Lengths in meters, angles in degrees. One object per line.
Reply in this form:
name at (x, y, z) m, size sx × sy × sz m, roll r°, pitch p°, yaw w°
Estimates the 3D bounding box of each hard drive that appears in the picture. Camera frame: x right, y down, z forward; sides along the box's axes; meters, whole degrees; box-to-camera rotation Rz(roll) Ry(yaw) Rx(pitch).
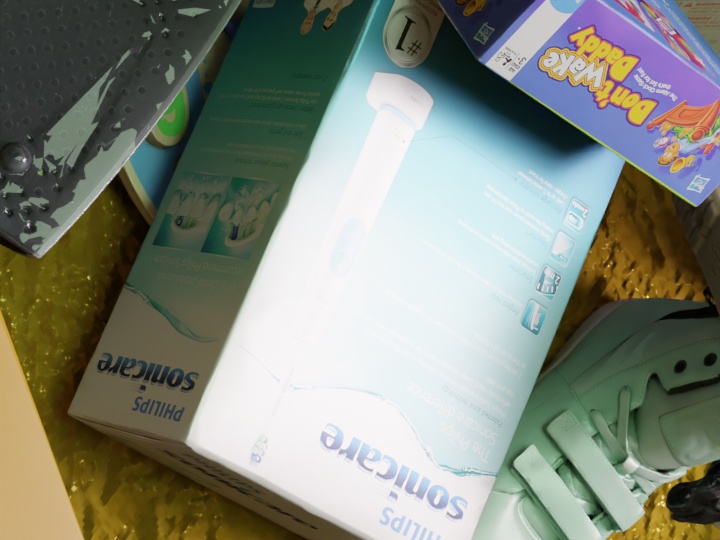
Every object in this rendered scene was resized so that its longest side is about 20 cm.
hard drive at (-0.118, -0.112, 0.957) m, size 0.135 × 0.042 × 0.200 m, roll 35°, pitch 67°, yaw -7°

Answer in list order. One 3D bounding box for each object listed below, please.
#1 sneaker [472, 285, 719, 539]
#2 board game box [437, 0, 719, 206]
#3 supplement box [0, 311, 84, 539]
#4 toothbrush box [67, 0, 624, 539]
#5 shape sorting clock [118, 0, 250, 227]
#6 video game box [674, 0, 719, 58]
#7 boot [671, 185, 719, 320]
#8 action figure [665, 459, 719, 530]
sneaker at (0.105, 0.077, 1.066) m, size 0.074 × 0.118 × 0.200 m, roll 52°, pitch 58°, yaw -19°
board game box at (0.066, -0.125, 1.006) m, size 0.134 × 0.045 × 0.200 m, roll 30°, pitch 21°, yaw -40°
supplement box at (-0.206, 0.056, 0.791) m, size 0.133 × 0.200 × 0.198 m, roll -24°, pitch 97°, yaw -36°
toothbrush box at (0.000, 0.000, 0.994) m, size 0.146 × 0.085 × 0.200 m, roll 30°, pitch 76°, yaw -36°
shape sorting clock at (-0.022, -0.084, 1.048) m, size 0.200 × 0.039 × 0.201 m, roll 6°, pitch 79°, yaw -35°
video game box at (0.183, -0.110, 1.093) m, size 0.182 × 0.200 × 0.047 m, roll -43°, pitch 123°, yaw -37°
boot at (0.225, 0.027, 1.034) m, size 0.166 × 0.072 × 0.200 m, roll 1°, pitch 56°, yaw -22°
action figure at (0.212, 0.152, 1.135) m, size 0.119 × 0.102 × 0.200 m, roll -46°, pitch 120°, yaw -36°
